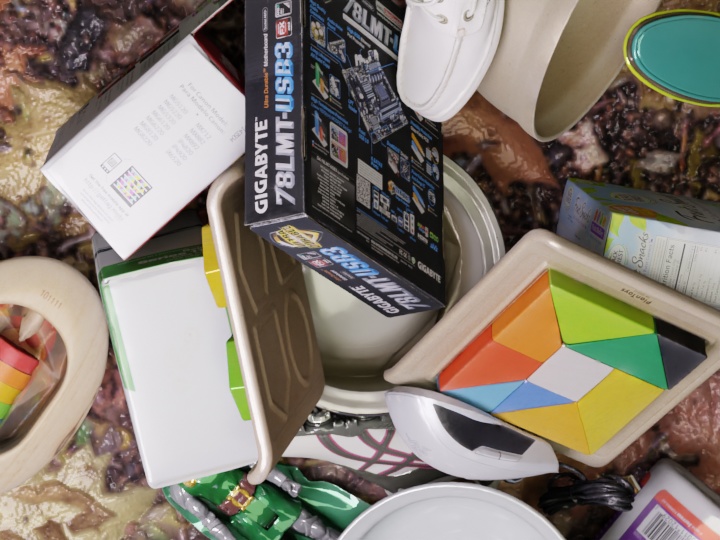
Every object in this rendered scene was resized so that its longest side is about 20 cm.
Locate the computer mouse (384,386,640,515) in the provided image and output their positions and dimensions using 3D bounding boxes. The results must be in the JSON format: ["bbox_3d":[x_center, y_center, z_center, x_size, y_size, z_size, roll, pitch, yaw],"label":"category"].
[{"bbox_3d":[0.096,0.134,1.556,0.200,0.110,0.044,25,76,-26],"label":"computer mouse"}]

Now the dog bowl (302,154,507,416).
[{"bbox_3d":[0.000,0.000,1.579,0.200,0.074,0.200,-1,96,-10],"label":"dog bowl"}]

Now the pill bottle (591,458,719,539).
[{"bbox_3d":[0.203,0.247,1.636,0.111,0.111,0.200,38,96,-11],"label":"pill bottle"}]

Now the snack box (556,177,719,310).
[{"bbox_3d":[0.249,-0.009,1.561,0.200,0.169,0.068,8,100,-7],"label":"snack box"}]

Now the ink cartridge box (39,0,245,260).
[{"bbox_3d":[-0.120,-0.108,1.489,0.176,0.200,0.084,-42,101,4],"label":"ink cartridge box"}]

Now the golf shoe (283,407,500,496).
[{"bbox_3d":[0.013,0.129,1.615,0.200,0.077,0.088,-2,108,-5],"label":"golf shoe"}]

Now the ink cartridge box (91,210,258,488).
[{"bbox_3d":[-0.127,0.048,1.522,0.083,0.200,0.147,-14,103,-6],"label":"ink cartridge box"}]

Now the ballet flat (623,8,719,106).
[{"bbox_3d":[0.274,-0.150,1.584,0.200,0.067,0.067,3,99,-14],"label":"ballet flat"}]

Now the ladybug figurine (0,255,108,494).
[{"bbox_3d":[-0.260,0.076,1.578,0.136,0.072,0.200,38,95,-10],"label":"ladybug figurine"}]

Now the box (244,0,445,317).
[{"bbox_3d":[-0.007,-0.092,1.434,0.050,0.200,0.199,-12,68,25],"label":"box"}]

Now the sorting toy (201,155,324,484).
[{"bbox_3d":[-0.065,0.019,1.434,0.036,0.185,0.200,-5,101,11],"label":"sorting toy"}]

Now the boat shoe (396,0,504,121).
[{"bbox_3d":[0.054,-0.190,1.411,0.069,0.071,0.200,-7,120,-46],"label":"boat shoe"}]

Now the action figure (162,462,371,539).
[{"bbox_3d":[-0.073,0.178,1.625,0.200,0.055,0.118,38,85,-14],"label":"action figure"}]

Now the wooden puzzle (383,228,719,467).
[{"bbox_3d":[0.141,0.063,1.499,0.185,0.037,0.200,24,137,-23],"label":"wooden puzzle"}]

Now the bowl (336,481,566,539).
[{"bbox_3d":[0.071,0.239,1.590,0.201,0.090,0.201,2,100,9],"label":"bowl"}]

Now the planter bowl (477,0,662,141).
[{"bbox_3d":[0.119,-0.207,1.513,0.135,0.200,0.200,33,97,17],"label":"planter bowl"}]
